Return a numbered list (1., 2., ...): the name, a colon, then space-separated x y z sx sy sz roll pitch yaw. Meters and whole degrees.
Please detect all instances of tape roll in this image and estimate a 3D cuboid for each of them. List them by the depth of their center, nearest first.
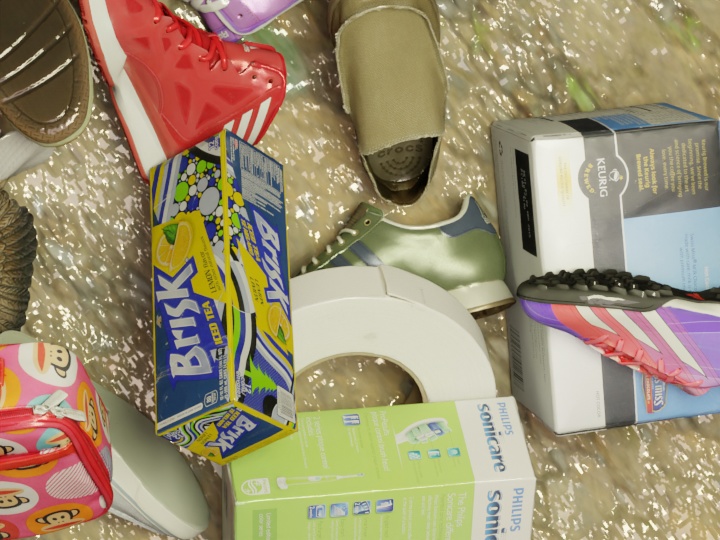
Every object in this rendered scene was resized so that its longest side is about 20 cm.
1. tape roll: -0.009 0.085 1.750 0.202 0.037 0.203 -5 128 -6

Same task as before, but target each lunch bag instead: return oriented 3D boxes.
1. lunch bag: -0.260 0.104 1.630 0.199 0.176 0.082 -8 59 5

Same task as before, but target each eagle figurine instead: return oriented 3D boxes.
1. eagle figurine: -0.281 -0.016 1.696 0.151 0.151 0.201 1 88 -20

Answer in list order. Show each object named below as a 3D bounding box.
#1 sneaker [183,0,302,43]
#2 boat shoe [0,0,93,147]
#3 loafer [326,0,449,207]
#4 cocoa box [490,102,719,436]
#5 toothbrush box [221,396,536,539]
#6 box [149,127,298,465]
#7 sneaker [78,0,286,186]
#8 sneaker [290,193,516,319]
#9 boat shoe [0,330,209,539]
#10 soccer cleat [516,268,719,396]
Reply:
1. sneaker: -0.123 -0.197 1.718 0.200 0.073 0.115 -9 103 -8
2. boat shoe: -0.218 -0.158 1.670 0.071 0.076 0.200 -20 68 -7
3. loafer: 0.025 -0.116 1.701 0.076 0.068 0.200 -15 143 0
4. cocoa box: 0.171 -0.005 1.762 0.131 0.133 0.201 -7 100 -9
5. toothbrush box: 0.009 0.170 1.742 0.199 0.086 0.146 -4 130 -6
6. box: -0.088 0.017 1.666 0.070 0.201 0.064 -26 142 32
7. sneaker: -0.115 -0.153 1.696 0.115 0.078 0.200 -18 134 -1
8. sneaker: 0.000 0.000 1.776 0.199 0.067 0.090 -10 83 -1
9. boat shoe: -0.190 0.122 1.762 0.071 0.070 0.201 -38 113 25
10. soccer cleat: 0.194 0.044 1.672 0.199 0.068 0.073 7 102 -14
